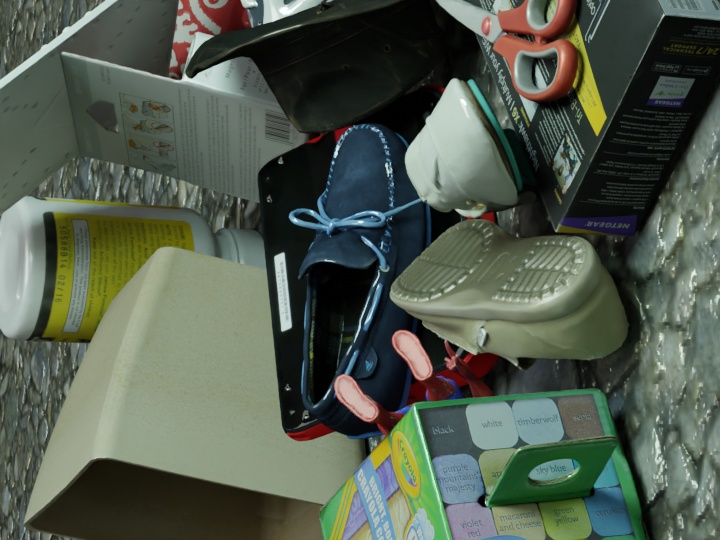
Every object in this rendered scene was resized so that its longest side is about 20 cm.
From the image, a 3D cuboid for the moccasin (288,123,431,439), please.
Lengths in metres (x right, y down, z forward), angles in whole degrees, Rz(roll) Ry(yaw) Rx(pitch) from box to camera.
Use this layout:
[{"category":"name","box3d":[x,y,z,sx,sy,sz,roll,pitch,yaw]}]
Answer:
[{"category":"moccasin","box3d":[0.000,0.000,1.447,0.080,0.068,0.201,-18,65,38]}]

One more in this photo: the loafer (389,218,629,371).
[{"category":"loafer","box3d":[0.084,0.020,1.351,0.076,0.068,0.200,-44,21,-15]}]

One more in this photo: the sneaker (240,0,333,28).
[{"category":"sneaker","box3d":[-0.073,-0.197,1.631,0.079,0.199,0.130,-57,-17,-76]}]

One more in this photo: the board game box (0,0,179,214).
[{"category":"board game box","box3d":[-0.210,-0.128,1.659,0.026,0.200,0.200,45,158,11]}]

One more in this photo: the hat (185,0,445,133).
[{"category":"hat","box3d":[-0.008,-0.136,1.504,0.201,0.200,0.081,8,121,68]}]

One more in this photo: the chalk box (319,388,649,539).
[{"category":"chalk box","box3d":[0.076,0.145,1.292,0.200,0.124,0.124,128,134,-56]}]

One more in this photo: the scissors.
[{"category":"scissors","box3d":[0.077,-0.130,1.342,0.200,0.014,0.073,-174,86,-68]}]

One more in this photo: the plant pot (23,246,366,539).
[{"category":"plant pot","box3d":[-0.111,0.097,1.695,0.200,0.199,0.178,139,141,-60]}]

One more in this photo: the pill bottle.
[{"category":"pill bottle","box3d":[-0.177,0.003,1.834,0.111,0.199,0.112,-177,90,-68]}]

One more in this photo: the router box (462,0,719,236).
[{"category":"router box","box3d":[0.128,-0.143,1.305,0.157,0.052,0.200,114,150,-41]}]

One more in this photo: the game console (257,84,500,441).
[{"category":"game console","box3d":[0.011,-0.007,1.508,0.177,0.031,0.201,-25,61,36]}]

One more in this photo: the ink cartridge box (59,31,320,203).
[{"category":"ink cartridge box","box3d":[-0.115,-0.110,1.661,0.200,0.173,0.044,98,-172,-72]}]

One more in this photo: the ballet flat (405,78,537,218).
[{"category":"ballet flat","box3d":[0.059,-0.058,1.331,0.200,0.069,0.070,27,-117,-78]}]

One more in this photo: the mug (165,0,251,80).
[{"category":"mug","box3d":[-0.107,-0.186,1.773,0.200,0.133,0.178,114,167,-48]}]

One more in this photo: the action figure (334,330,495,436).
[{"category":"action figure","box3d":[0.045,0.084,1.363,0.065,0.200,0.052,-42,61,2]}]
